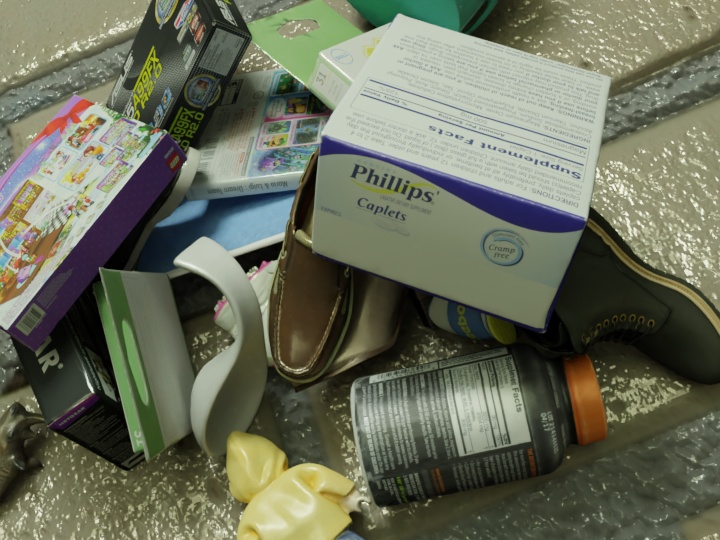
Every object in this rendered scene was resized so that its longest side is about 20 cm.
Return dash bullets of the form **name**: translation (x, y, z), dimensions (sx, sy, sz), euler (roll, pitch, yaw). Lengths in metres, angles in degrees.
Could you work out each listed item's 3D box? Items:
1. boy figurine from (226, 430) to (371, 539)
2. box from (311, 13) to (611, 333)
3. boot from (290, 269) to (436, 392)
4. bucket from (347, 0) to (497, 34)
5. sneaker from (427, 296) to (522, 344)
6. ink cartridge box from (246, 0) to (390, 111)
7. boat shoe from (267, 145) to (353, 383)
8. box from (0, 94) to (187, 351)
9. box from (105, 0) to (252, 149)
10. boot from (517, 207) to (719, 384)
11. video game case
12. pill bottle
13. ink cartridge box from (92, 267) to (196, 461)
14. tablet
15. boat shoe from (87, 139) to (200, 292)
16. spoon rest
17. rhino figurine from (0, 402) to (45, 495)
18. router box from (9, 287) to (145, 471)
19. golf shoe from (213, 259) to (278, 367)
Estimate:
- **boy figurine**: translation (-0.053, 0.217, 0.714), dimensions (0.124, 0.065, 0.199), euler (-45, 63, -10)
- **box**: translation (0.078, -0.081, 0.640), dimensions (0.180, 0.106, 0.201), euler (18, 42, 8)
- **boot**: translation (0.000, 0.000, 0.773), dimensions (0.197, 0.070, 0.149), euler (-26, 92, -21)
- **bucket**: translation (0.063, -0.338, 0.881), dimensions (0.205, 0.208, 0.136), euler (31, 76, 23)
- **sneaker**: translation (0.123, -0.017, 0.764), dimensions (0.081, 0.075, 0.201), euler (-8, 32, 39)
- **ink cartridge box**: translation (-0.005, -0.214, 0.853), dimensions (0.200, 0.048, 0.145), euler (43, 44, 12)
- **boat shoe**: translation (-0.040, -0.013, 0.709), dimensions (0.073, 0.075, 0.207), euler (8, 80, 9)
- **box**: translation (-0.253, -0.047, 0.718), dimensions (0.135, 0.039, 0.201), euler (24, 70, 33)
- **box**: translation (-0.191, -0.199, 0.874), dimensions (0.201, 0.044, 0.162), euler (-54, 43, 28)
- **boot**: translation (0.203, 0.050, 0.683), dimensions (0.199, 0.078, 0.138), euler (37, 42, 6)
- **video game case**: translation (-0.075, -0.149, 0.879), dimensions (0.178, 0.024, 0.202), euler (-5, 42, 10)
- **pill bottle**: translation (0.097, 0.122, 0.703), dimensions (0.196, 0.107, 0.108), euler (-12, 62, 6)
- **ink cartridge box**: translation (-0.184, 0.075, 0.712), dimensions (0.047, 0.200, 0.149), euler (-15, 88, 3)
- **tablet**: translation (-0.131, -0.051, 0.848), dimensions (0.196, 0.014, 0.132), euler (-17, 40, 16)
- **boat shoe**: translation (-0.225, -0.051, 0.826), dimensions (0.200, 0.060, 0.075), euler (-46, 28, 34)
- **spoon rest**: translation (-0.111, 0.073, 0.724), dimensions (0.060, 0.203, 0.099), euler (16, 39, 24)
- **rhino figurine**: translation (-0.375, 0.185, 0.801), dimensions (0.197, 0.060, 0.089), euler (-26, 76, -2)
- **router box**: translation (-0.262, 0.069, 0.783), dimensions (0.051, 0.150, 0.201), euler (-32, 62, -5)
- **golf shoe**: translation (-0.043, 0.008, 0.819), dimensions (0.199, 0.075, 0.092), euler (-40, 90, -13)
